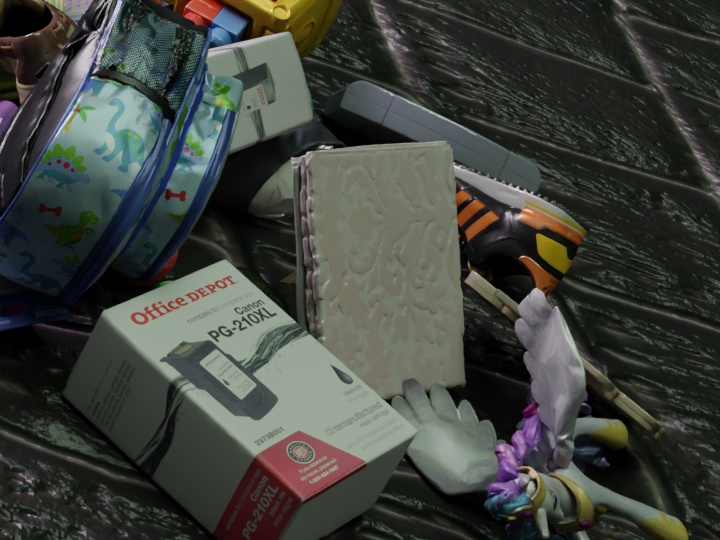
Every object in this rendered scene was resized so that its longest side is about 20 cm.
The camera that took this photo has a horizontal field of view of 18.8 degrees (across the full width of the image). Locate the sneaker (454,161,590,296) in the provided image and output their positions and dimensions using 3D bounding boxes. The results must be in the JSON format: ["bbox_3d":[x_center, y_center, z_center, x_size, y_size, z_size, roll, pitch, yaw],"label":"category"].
[{"bbox_3d":[0.105,-0.037,1.939,0.200,0.090,0.070,21,-7,36],"label":"sneaker"}]

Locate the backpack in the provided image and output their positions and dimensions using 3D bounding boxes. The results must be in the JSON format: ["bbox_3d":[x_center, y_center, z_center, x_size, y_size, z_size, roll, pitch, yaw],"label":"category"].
[{"bbox_3d":[-0.178,-0.075,1.529,0.147,0.183,0.200,30,52,-11],"label":"backpack"}]

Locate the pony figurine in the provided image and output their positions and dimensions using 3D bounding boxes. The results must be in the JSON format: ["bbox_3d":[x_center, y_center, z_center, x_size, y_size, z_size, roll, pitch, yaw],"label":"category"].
[{"bbox_3d":[0.141,0.137,1.637,0.200,0.167,0.193,21,34,-49],"label":"pony figurine"}]

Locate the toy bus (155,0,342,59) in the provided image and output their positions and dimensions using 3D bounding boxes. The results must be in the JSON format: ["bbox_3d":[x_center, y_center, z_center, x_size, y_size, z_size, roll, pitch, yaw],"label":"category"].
[{"bbox_3d":[-0.139,-0.247,1.951,0.200,0.136,0.192,32,45,6],"label":"toy bus"}]

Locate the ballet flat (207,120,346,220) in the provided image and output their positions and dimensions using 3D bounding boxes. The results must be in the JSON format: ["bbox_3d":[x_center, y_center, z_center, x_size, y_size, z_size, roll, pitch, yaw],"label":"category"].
[{"bbox_3d":[-0.065,-0.083,1.855,0.073,0.073,0.200,37,27,12],"label":"ballet flat"}]

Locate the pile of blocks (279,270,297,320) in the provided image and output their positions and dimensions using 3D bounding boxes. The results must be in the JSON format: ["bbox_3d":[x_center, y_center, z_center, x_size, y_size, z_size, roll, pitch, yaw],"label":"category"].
[{"bbox_3d":[0.000,0.000,1.777,0.082,0.062,0.200,-5,24,18],"label":"pile of blocks"}]

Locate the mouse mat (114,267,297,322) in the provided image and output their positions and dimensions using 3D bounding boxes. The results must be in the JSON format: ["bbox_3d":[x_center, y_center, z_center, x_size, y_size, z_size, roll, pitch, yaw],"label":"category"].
[{"bbox_3d":[-0.079,0.068,1.664,0.200,0.008,0.161,44,31,26],"label":"mouse mat"}]

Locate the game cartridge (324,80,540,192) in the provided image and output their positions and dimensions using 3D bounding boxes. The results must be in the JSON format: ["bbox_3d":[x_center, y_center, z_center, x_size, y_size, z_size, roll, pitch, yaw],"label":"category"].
[{"bbox_3d":[0.067,-0.118,2.002,0.200,0.041,0.133,26,-1,-9],"label":"game cartridge"}]

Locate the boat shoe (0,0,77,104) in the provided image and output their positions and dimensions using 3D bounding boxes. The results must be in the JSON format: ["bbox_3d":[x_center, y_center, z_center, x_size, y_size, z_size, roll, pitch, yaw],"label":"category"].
[{"bbox_3d":[-0.262,-0.192,1.720,0.072,0.072,0.200,-21,26,-2],"label":"boat shoe"}]

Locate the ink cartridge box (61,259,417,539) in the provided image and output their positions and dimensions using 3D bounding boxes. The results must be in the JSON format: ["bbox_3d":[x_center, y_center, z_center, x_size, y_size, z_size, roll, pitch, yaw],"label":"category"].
[{"bbox_3d":[-0.085,0.098,1.521,0.200,0.084,0.145,41,34,18],"label":"ink cartridge box"}]

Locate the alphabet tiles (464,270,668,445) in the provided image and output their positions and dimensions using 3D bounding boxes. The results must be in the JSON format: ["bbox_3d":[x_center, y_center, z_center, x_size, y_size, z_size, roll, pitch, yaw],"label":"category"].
[{"bbox_3d":[0.170,0.073,1.794,0.200,0.015,0.196,40,0,18],"label":"alphabet tiles"}]

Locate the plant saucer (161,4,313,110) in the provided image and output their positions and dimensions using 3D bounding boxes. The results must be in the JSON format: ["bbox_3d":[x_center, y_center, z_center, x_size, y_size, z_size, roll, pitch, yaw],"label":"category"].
[{"bbox_3d":[-0.129,-0.189,2.008,0.200,0.027,0.200,22,30,-14],"label":"plant saucer"}]

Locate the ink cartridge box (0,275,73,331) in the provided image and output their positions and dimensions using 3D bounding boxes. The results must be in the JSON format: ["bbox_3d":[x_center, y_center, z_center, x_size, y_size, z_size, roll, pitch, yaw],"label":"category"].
[{"bbox_3d":[-0.309,-0.012,1.542,0.200,0.042,0.119,42,29,25],"label":"ink cartridge box"}]

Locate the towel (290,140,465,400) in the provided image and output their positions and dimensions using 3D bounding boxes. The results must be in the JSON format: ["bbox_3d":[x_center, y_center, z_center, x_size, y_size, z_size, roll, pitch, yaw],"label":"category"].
[{"bbox_3d":[0.016,0.002,1.688,0.032,0.201,0.191,0,4,39],"label":"towel"}]

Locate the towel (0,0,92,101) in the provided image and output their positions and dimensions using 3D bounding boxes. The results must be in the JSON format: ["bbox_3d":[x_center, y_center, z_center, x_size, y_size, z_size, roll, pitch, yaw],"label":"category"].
[{"bbox_3d":[-0.252,-0.205,1.831,0.143,0.023,0.200,-14,31,8],"label":"towel"}]

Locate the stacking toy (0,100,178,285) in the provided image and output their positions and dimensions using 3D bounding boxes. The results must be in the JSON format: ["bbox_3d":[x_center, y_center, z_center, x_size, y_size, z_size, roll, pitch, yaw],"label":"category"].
[{"bbox_3d":[-0.226,-0.058,1.653,0.200,0.085,0.085,31,28,-5],"label":"stacking toy"}]

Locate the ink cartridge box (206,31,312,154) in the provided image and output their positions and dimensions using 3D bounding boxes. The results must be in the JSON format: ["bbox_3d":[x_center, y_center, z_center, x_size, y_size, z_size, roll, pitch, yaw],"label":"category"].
[{"bbox_3d":[-0.152,-0.127,1.752,0.200,0.145,0.085,-24,103,-58],"label":"ink cartridge box"}]
